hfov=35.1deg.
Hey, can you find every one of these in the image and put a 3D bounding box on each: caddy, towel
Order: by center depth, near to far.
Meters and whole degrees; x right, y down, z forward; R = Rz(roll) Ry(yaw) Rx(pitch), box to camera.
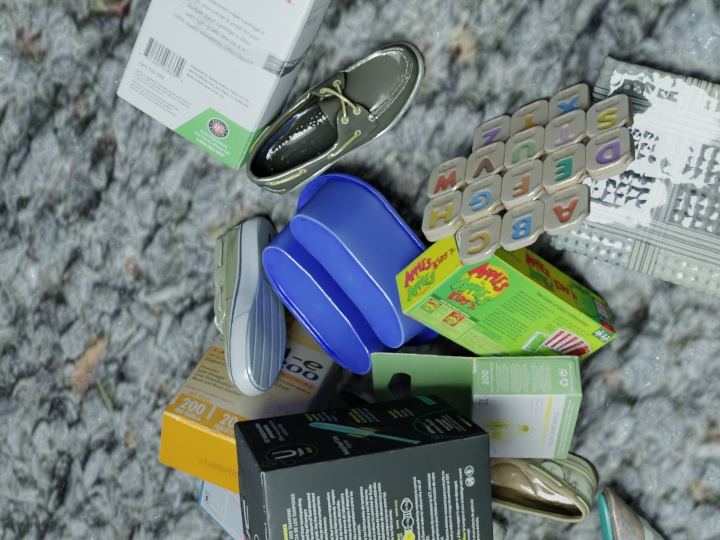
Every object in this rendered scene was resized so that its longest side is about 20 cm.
[{"bbox_3d":[0.291,-0.081,1.039,0.197,0.035,0.196,18,113,13],"label":"towel"},{"bbox_3d":[0.000,0.000,1.127,0.201,0.105,0.141,50,138,1],"label":"caddy"}]

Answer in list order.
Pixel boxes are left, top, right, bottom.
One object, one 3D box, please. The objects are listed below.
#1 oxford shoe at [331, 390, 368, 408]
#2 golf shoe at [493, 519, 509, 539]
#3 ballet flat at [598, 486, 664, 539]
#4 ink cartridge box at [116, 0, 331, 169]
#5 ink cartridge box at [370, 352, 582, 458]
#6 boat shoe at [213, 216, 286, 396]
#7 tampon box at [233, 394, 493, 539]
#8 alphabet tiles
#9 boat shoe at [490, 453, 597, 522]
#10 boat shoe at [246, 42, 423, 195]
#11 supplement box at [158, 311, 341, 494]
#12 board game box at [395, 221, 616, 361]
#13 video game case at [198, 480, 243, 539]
[{"bbox_3d":[0.040,0.209,1.146,0.199,0.071,0.072,37,102,4],"label":"oxford shoe"},{"bbox_3d":[0.060,0.283,1.242,0.197,0.078,0.099,-15,100,23],"label":"golf shoe"},{"bbox_3d":[0.287,0.308,1.186,0.066,0.068,0.203,-9,115,1],"label":"ballet flat"},{"bbox_3d":[-0.125,-0.225,1.086,0.145,0.084,0.202,32,118,4],"label":"ink cartridge box"},{"bbox_3d":[0.110,0.134,1.115,0.196,0.049,0.146,-1,147,3],"label":"ink cartridge box"},{"bbox_3d":[-0.116,0.039,1.146,0.061,0.203,0.072,-19,139,24],"label":"boat shoe"},{"bbox_3d":[0.000,0.199,0.997,0.196,0.150,0.129,-6,100,-14],"label":"tampon box"},{"bbox_3d":[0.143,-0.090,0.990,0.197,0.197,0.015,-20,126,28],"label":"alphabet tiles"},{"bbox_3d":[0.146,0.210,1.185,0.196,0.063,0.075,10,115,16],"label":"boat shoe"},{"bbox_3d":[-0.025,-0.144,1.083,0.201,0.060,0.073,-37,81,16],"label":"boat shoe"},{"bbox_3d":[-0.105,0.127,1.157,0.124,0.201,0.074,19,127,9],"label":"supplement box"},{"bbox_3d":[0.138,0.034,1.066,0.199,0.048,0.101,30,123,-35],"label":"board game box"},{"bbox_3d":[-0.120,0.220,1.271,0.142,0.018,0.203,35,123,37],"label":"video game case"}]
